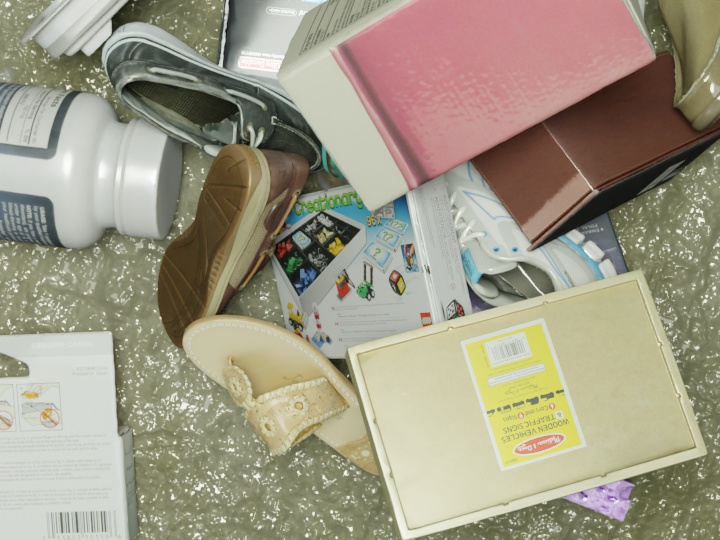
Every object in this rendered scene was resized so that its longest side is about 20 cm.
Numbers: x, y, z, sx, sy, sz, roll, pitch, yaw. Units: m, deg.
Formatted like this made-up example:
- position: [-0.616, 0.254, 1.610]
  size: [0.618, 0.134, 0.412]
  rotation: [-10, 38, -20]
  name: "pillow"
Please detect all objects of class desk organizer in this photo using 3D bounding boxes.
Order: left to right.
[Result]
- position: [0.173, -0.090, 0.827]
  size: [0.077, 0.200, 0.072]
  rotation: [55, 135, 11]
  name: "desk organizer"

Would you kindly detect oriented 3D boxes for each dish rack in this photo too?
- position: [-0.160, -0.229, 0.857]
  size: [0.200, 0.172, 0.044]
  rotation: [-42, 112, 5]
  name: "dish rack"

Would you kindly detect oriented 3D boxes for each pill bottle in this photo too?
- position: [-0.242, -0.079, 0.887]
  size: [0.200, 0.120, 0.120]
  rotation: [8, 94, 2]
  name: "pill bottle"

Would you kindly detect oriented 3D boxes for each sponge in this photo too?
- position: [0.121, 0.131, 0.846]
  size: [0.111, 0.200, 0.030]
  rotation: [19, 90, 0]
  name: "sponge"

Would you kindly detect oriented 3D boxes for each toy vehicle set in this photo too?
- position: [0.102, 0.084, 0.741]
  size: [0.200, 0.027, 0.124]
  rotation: [-14, 77, -6]
  name: "toy vehicle set"

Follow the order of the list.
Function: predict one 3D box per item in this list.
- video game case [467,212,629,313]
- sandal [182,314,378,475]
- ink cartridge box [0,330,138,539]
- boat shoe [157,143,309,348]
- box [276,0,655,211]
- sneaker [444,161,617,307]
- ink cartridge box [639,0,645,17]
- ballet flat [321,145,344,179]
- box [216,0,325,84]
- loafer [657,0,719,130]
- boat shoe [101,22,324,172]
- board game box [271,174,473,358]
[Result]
- position: [0.124, -0.004, 0.873]
  size: [0.143, 0.019, 0.200]
  rotation: [-11, 69, -9]
  name: "video game case"
- position: [-0.042, 0.111, 0.879]
  size: [0.212, 0.070, 0.078]
  rotation: [34, 123, -21]
  name: "sandal"
- position: [-0.285, 0.136, 0.943]
  size: [0.200, 0.044, 0.174]
  rotation: [-2, 93, 3]
  name: "ink cartridge box"
- position: [-0.095, -0.015, 0.888]
  size: [0.072, 0.072, 0.200]
  rotation: [56, 135, 31]
  name: "boat shoe"
- position: [0.065, -0.146, 0.731]
  size: [0.200, 0.128, 0.109]
  rotation: [-27, 113, 20]
  name: "box"
- position: [0.084, -0.026, 0.814]
  size: [0.200, 0.087, 0.075]
  rotation: [37, 125, 13]
  name: "sneaker"
- position: [0.128, -0.173, 0.862]
  size: [0.148, 0.076, 0.200]
  rotation: [-16, 122, -26]
  name: "ink cartridge box"
- position: [0.008, -0.166, 0.848]
  size: [0.070, 0.067, 0.200]
  rotation: [1, 94, 9]
  name: "ballet flat"
- position: [-0.003, -0.214, 0.903]
  size: [0.200, 0.046, 0.159]
  rotation: [7, 95, 1]
  name: "box"
- position: [0.248, -0.186, 0.849]
  size: [0.067, 0.076, 0.200]
  rotation: [21, 56, -4]
  name: "loafer"
- position: [-0.101, -0.108, 0.865]
  size: [0.200, 0.071, 0.072]
  rotation: [20, 131, -31]
  name: "boat shoe"
- position: [0.000, 0.000, 0.854]
  size: [0.035, 0.200, 0.126]
  rotation: [-14, 95, -34]
  name: "board game box"
